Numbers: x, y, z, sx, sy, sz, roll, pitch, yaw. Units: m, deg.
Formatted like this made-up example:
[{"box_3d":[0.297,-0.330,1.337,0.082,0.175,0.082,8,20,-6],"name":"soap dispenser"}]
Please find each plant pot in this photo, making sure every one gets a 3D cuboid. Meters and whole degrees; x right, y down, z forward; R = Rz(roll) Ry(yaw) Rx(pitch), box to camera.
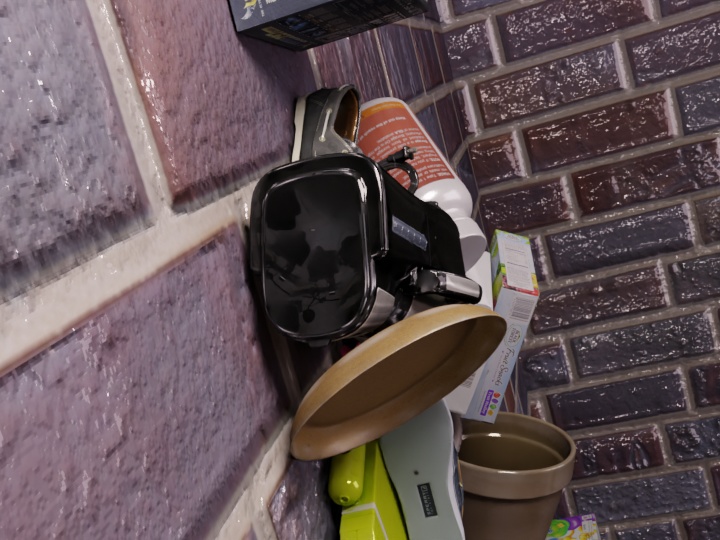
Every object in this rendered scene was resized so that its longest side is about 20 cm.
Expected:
[{"box_3d":[0.027,0.086,0.669,0.028,0.198,0.200,58,7,23],"name":"plant pot"},{"box_3d":[0.188,0.310,1.148,0.200,0.195,0.178,-48,140,-73],"name":"plant pot"}]

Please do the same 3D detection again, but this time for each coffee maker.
[{"box_3d":[-0.003,-0.026,0.708,0.199,0.133,0.195,25,38,-63],"name":"coffee maker"}]

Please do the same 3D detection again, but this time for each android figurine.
[{"box_3d":[0.013,0.242,0.760,0.201,0.040,0.185,-82,157,-60],"name":"android figurine"}]

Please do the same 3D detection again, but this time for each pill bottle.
[{"box_3d":[0.053,-0.085,0.931,0.202,0.111,0.112,59,5,28],"name":"pill bottle"}]

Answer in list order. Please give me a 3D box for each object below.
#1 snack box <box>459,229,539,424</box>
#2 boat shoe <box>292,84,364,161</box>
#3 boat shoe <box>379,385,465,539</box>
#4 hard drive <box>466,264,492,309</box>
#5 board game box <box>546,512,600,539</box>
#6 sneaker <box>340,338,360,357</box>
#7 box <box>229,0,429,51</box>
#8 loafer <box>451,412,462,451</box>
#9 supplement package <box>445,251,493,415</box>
[{"box_3d":[0.173,0.072,1.085,0.143,0.052,0.203,-79,-178,-60],"name":"snack box"},{"box_3d":[-0.030,-0.105,0.843,0.072,0.066,0.204,59,26,-53],"name":"boat shoe"},{"box_3d":[0.062,0.184,0.827,0.091,0.069,0.205,-72,154,-74],"name":"boat shoe"},{"box_3d":[0.071,-0.021,0.990,0.202,0.129,0.027,-100,-155,-55],"name":"hard drive"},{"box_3d":[0.265,0.447,1.253,0.103,0.196,0.107,-47,122,-73],"name":"board game box"},{"box_3d":[0.000,0.000,0.859,0.074,0.080,0.204,1,66,-44],"name":"sneaker"},{"box_3d":[-0.023,-0.265,0.816,0.200,0.154,0.052,-33,109,-74],"name":"box"},{"box_3d":[0.087,0.195,1.063,0.201,0.069,0.074,-80,-178,-58],"name":"loafer"},{"box_3d":[0.094,0.056,1.023,0.201,0.107,0.116,-77,-176,-59],"name":"supplement package"}]
